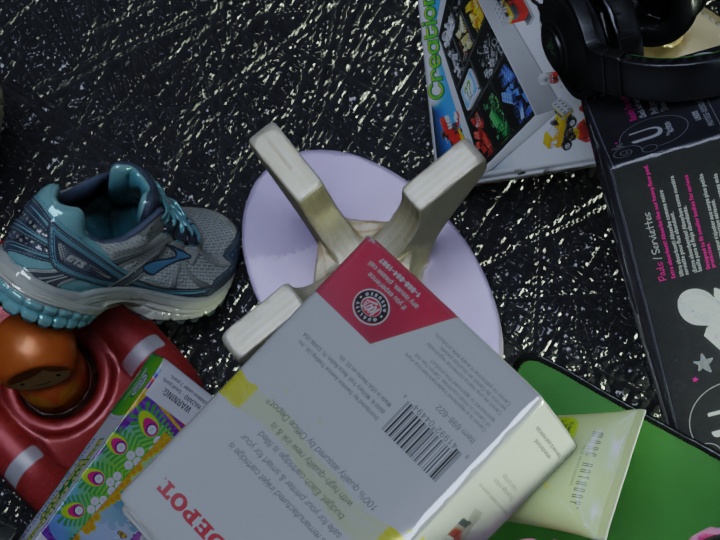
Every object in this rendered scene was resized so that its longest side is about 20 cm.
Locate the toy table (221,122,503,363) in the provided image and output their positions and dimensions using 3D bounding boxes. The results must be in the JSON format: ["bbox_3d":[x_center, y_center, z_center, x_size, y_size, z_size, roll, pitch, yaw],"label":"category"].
[{"bbox_3d":[0.000,0.000,1.469,0.200,0.117,0.184,38,82,15],"label":"toy table"}]

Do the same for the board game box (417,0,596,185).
[{"bbox_3d":[0.095,-0.157,1.494,0.126,0.035,0.202,-7,87,34],"label":"board game box"}]

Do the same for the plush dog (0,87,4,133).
[{"bbox_3d":[-0.286,-0.062,1.517,0.160,0.200,0.172,43,93,-16],"label":"plush dog"}]

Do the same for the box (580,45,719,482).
[{"bbox_3d":[0.203,-0.008,1.389,0.114,0.132,0.201,-15,114,3],"label":"box"}]

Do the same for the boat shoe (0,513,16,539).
[{"bbox_3d":[-0.250,0.158,1.424,0.074,0.202,0.065,23,81,-21],"label":"boat shoe"}]

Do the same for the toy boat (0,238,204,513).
[{"bbox_3d":[-0.182,0.061,1.468,0.130,0.131,0.200,-44,73,-6],"label":"toy boat"}]

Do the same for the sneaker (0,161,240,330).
[{"bbox_3d":[-0.129,-0.020,1.455,0.078,0.200,0.087,39,117,24],"label":"sneaker"}]

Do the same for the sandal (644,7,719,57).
[{"bbox_3d":[0.130,-0.165,1.524,0.211,0.070,0.078,21,77,13],"label":"sandal"}]

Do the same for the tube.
[{"bbox_3d":[0.070,0.108,1.385,0.199,0.052,0.058,0,102,44],"label":"tube"}]

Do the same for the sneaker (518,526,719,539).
[{"bbox_3d":[0.163,0.179,1.301,0.199,0.095,0.080,-5,92,-9],"label":"sneaker"}]

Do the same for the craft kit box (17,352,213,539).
[{"bbox_3d":[-0.098,0.185,1.417,0.200,0.048,0.198,38,83,-15],"label":"craft kit box"}]

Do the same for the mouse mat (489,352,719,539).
[{"bbox_3d":[0.153,0.149,1.401,0.199,0.162,0.008,29,37,15],"label":"mouse mat"}]

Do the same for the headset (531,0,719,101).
[{"bbox_3d":[0.143,-0.158,1.383,0.199,0.094,0.123,20,43,36],"label":"headset"}]

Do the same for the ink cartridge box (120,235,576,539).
[{"bbox_3d":[-0.007,0.108,1.328,0.200,0.083,0.145,-45,62,-2],"label":"ink cartridge box"}]
